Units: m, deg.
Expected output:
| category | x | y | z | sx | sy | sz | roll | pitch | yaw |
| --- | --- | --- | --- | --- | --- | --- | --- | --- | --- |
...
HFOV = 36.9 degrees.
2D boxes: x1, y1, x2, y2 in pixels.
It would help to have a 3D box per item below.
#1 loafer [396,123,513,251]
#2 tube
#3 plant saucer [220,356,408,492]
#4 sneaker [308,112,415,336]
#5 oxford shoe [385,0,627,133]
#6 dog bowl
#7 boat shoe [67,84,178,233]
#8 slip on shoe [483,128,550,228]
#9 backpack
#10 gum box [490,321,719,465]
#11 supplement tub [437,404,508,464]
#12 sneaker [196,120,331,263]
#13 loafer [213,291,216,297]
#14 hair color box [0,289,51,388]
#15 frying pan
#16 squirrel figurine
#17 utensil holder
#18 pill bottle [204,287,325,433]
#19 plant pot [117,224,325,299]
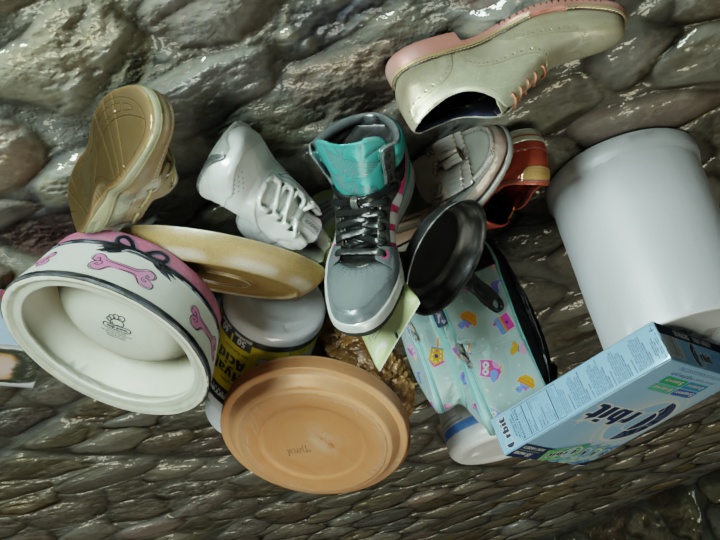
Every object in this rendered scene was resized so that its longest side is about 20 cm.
| category | x | y | z | sx | sy | sz | roll | pitch | yaw |
| --- | --- | --- | --- | --- | --- | --- | --- | --- | --- |
| loafer | 0.062 | -0.076 | 1.026 | 0.063 | 0.072 | 0.200 | 10 | 149 | -33 |
| tube | 0.000 | 0.000 | 0.989 | 0.052 | 0.200 | 0.058 | -23 | 131 | -6 |
| plant saucer | -0.049 | 0.172 | 1.135 | 0.199 | 0.032 | 0.201 | 4 | 131 | 5 |
| sneaker | 0.000 | -0.056 | 0.904 | 0.083 | 0.201 | 0.121 | -3 | 144 | 17 |
| oxford shoe | 0.124 | -0.160 | 0.871 | 0.199 | 0.074 | 0.071 | -17 | 155 | 6 |
| dog bowl | -0.216 | 0.044 | 0.974 | 0.199 | 0.074 | 0.201 | 14 | 142 | 11 |
| boat shoe | -0.181 | -0.088 | 0.868 | 0.065 | 0.073 | 0.200 | -5 | 160 | -31 |
| slip on shoe | 0.120 | -0.066 | 1.083 | 0.074 | 0.062 | 0.200 | -1 | 154 | -33 |
| backpack | 0.128 | 0.083 | 1.178 | 0.153 | 0.201 | 0.176 | -30 | 175 | 1 |
| gum box | 0.259 | 0.132 | 1.094 | 0.200 | 0.045 | 0.169 | -36 | 148 | 28 |
| supplement tub | 0.149 | 0.127 | 1.338 | 0.131 | 0.201 | 0.132 | -12 | 156 | -6 |
| sneaker | -0.075 | -0.064 | 0.931 | 0.075 | 0.087 | 0.200 | -58 | 159 | -6 |
| loafer | -0.196 | 0.055 | 1.178 | 0.071 | 0.073 | 0.200 | 24 | 154 | 3 |
| hair color box | -0.405 | 0.060 | 1.033 | 0.199 | 0.061 | 0.099 | 7 | 149 | -24 |
| frying pan | 0.097 | -0.014 | 1.011 | 0.190 | 0.031 | 0.116 | -1 | 115 | -54 |
| squirrel figurine | -0.006 | 0.112 | 1.243 | 0.141 | 0.188 | 0.200 | 6 | 145 | -19 |
| utensil holder | 0.300 | -0.017 | 1.118 | 0.169 | 0.201 | 0.170 | -11 | 155 | -5 |
| pill bottle | -0.114 | 0.095 | 1.185 | 0.111 | 0.112 | 0.201 | -3 | 138 | -24 |
| plant pot | -0.132 | -0.003 | 1.016 | 0.199 | 0.028 | 0.200 | 10 | 169 | 2 |
